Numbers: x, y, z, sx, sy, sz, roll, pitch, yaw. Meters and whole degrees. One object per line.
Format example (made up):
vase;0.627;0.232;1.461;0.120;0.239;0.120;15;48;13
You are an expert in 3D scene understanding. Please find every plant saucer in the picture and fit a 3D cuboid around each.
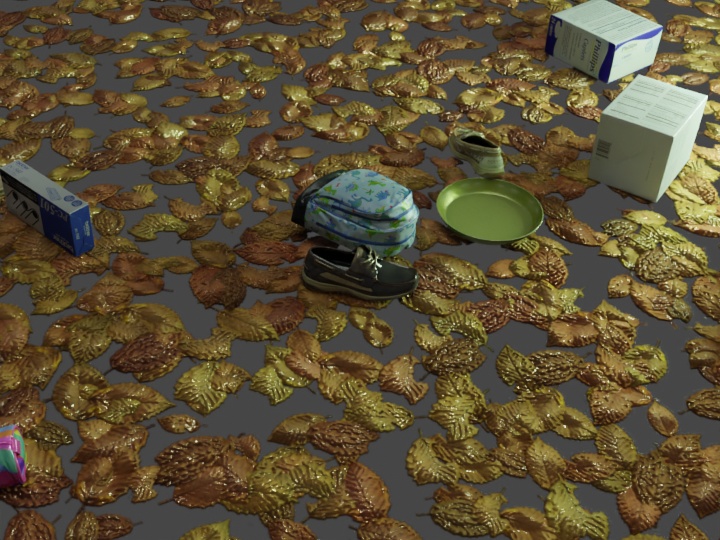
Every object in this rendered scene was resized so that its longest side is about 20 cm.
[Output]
plant saucer;0.239;-0.105;1.830;0.199;0.031;0.200;2;40;-2

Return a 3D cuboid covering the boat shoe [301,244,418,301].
boat shoe;0.000;0.000;1.647;0.199;0.074;0.075;4;39;0

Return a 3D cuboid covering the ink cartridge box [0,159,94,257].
ink cartridge box;-0.548;-0.111;1.718;0.200;0.094;0.044;30;46;28

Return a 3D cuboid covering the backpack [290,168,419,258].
backpack;0.007;-0.102;1.738;0.200;0.154;0.163;40;43;19

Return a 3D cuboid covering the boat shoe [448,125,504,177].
boat shoe;0.235;-0.249;1.965;0.073;0.063;0.200;-10;30;-18

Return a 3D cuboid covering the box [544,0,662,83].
box;0.577;-0.550;2.341;0.184;0.105;0.200;-26;47;-32

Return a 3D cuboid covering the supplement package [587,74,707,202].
supplement package;0.571;-0.266;1.958;0.150;0.152;0.200;24;43;24

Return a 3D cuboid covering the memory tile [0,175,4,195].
memory tile;-0.734;-0.117;1.771;0.153;0.017;0.200;8;39;4

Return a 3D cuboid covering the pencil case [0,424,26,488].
pencil case;-0.541;0.256;1.283;0.199;0.089;0.089;-8;41;-16
